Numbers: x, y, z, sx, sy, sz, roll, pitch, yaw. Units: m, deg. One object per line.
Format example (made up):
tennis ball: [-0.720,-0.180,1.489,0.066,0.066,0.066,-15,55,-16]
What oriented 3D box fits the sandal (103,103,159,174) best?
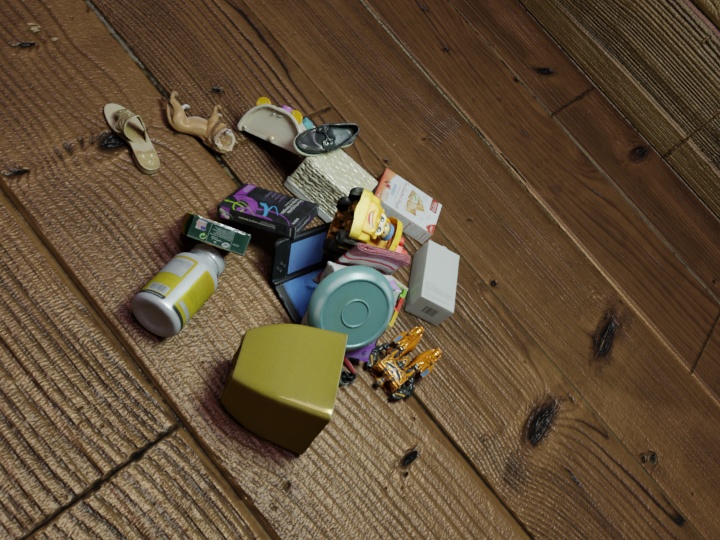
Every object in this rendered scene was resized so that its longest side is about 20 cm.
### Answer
sandal: [-0.520,-0.327,1.543,0.078,0.070,0.212,-21,73,-42]

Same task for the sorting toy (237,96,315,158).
sorting toy: [-0.189,-0.386,1.771,0.200,0.107,0.180,26,17,15]

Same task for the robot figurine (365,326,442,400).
robot figurine: [0.103,0.218,1.589,0.145,0.058,0.200,50,45,7]

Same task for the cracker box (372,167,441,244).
cracker box: [0.126,-0.183,1.888,0.200,0.058,0.134,32,47,-12]

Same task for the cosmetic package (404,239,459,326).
cosmetic package: [0.193,0.031,1.764,0.107,0.085,0.200,28,47,-16]

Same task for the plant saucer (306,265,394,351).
plant saucer: [-0.015,0.087,1.414,0.200,0.201,0.027,13,14,-26]

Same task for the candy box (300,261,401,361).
candy box: [-0.027,0.095,1.485,0.167,0.200,0.072,13,25,-26]

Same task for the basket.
basket: [-0.074,-0.227,1.738,0.200,0.123,0.136,40,45,-2]

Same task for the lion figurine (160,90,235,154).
lion figurine: [-0.408,-0.362,1.656,0.200,0.072,0.123,12,66,-10]

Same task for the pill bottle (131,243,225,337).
pill bottle: [-0.365,0.034,1.365,0.112,0.112,0.200,39,46,-5]

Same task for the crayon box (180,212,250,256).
crayon box: [-0.322,-0.081,1.460,0.127,0.200,0.051,20,89,-20]

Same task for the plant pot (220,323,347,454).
plant pot: [-0.163,0.220,1.328,0.200,0.196,0.195,20,50,-10]

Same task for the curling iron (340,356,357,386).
curling iron: [-0.058,0.180,1.459,0.050,0.026,0.200,-43,125,-30]

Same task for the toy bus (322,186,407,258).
toy bus: [0.029,-0.082,1.508,0.192,0.200,0.136,23,74,-14]

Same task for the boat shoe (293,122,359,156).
boat shoe: [-0.078,-0.337,1.675,0.199,0.066,0.075,-14,81,-41]

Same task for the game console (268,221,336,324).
game console: [-0.103,0.001,1.568,0.116,0.176,0.200,34,38,31]

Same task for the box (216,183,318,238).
box: [-0.215,-0.143,1.568,0.200,0.036,0.143,18,32,10]

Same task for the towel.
towel: [0.000,0.000,1.507,0.144,0.200,0.023,13,60,-31]

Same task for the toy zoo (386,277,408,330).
toy zoo: [0.042,0.066,1.657,0.131,0.020,0.200,38,37,-7]
